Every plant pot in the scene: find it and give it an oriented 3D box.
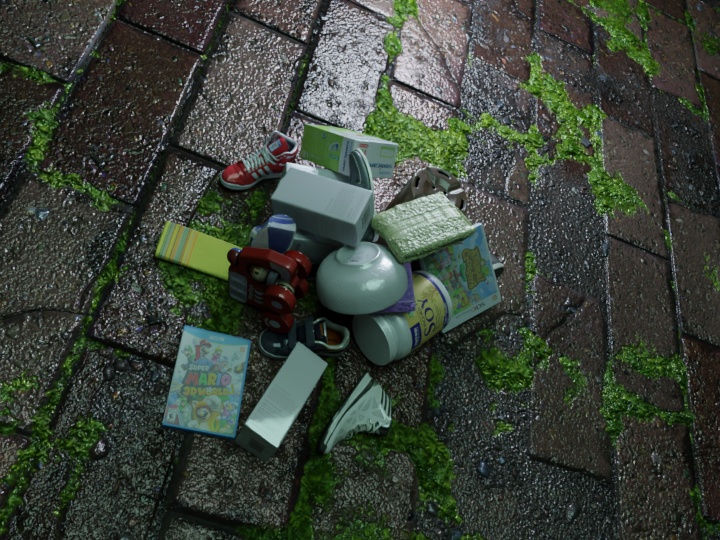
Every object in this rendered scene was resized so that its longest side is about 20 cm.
[{"bbox_3d":[0.149,-0.128,1.568,0.194,0.199,0.206,11,57,-17],"label":"plant pot"}]

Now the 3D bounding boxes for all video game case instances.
[{"bbox_3d":[0.235,0.018,1.539,0.178,0.022,0.205,-25,109,-19],"label":"video game case"},{"bbox_3d":[-0.298,0.218,1.288,0.139,0.018,0.205,14,58,-15],"label":"video game case"}]

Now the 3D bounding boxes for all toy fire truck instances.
[{"bbox_3d":[-0.194,0.024,1.318,0.164,0.202,0.114,21,57,3],"label":"toy fire truck"}]

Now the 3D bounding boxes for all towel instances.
[{"bbox_3d":[-0.338,-0.035,1.417,0.195,0.018,0.088,20,62,-13],"label":"towel"},{"bbox_3d":[0.133,-0.092,1.387,0.195,0.037,0.149,-21,51,-20],"label":"towel"}]

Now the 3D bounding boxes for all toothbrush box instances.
[{"bbox_3d":[-0.030,-0.285,1.565,0.143,0.089,0.198,-4,23,-41],"label":"toothbrush box"}]

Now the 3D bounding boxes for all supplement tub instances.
[{"bbox_3d":[0.092,0.104,1.443,0.197,0.146,0.147,-30,76,-33],"label":"supplement tub"}]

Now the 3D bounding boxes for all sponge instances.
[{"bbox_3d":[0.059,0.026,1.407,0.108,0.031,0.202,-7,31,5],"label":"sponge"}]

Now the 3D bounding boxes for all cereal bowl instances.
[{"bbox_3d":[0.000,0.000,1.351,0.193,0.086,0.202,-5,31,3],"label":"cereal bowl"}]

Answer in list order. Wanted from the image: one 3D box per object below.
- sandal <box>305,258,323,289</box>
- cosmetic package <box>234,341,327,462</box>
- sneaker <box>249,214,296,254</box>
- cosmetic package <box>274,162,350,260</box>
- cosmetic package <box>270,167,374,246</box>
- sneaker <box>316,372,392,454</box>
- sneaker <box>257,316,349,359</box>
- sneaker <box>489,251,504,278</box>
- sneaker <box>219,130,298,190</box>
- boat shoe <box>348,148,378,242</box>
[{"bbox_3d":[-0.071,0.018,1.463,0.194,0.076,0.044,10,56,-18],"label":"sandal"},{"bbox_3d":[-0.152,0.254,1.274,0.080,0.113,0.202,32,53,-2],"label":"cosmetic package"},{"bbox_3d":[-0.201,-0.063,1.388,0.078,0.201,0.118,12,47,-21],"label":"sneaker"},{"bbox_3d":[-0.091,-0.117,1.505,0.194,0.123,0.205,7,59,-21],"label":"cosmetic package"},{"bbox_3d":[-0.078,-0.133,1.363,0.195,0.075,0.103,18,54,17],"label":"cosmetic package"},{"bbox_3d":[0.002,0.312,1.329,0.114,0.076,0.201,38,52,4],"label":"sneaker"},{"bbox_3d":[-0.115,0.138,1.377,0.194,0.080,0.081,1,62,-21],"label":"sneaker"},{"bbox_3d":[0.252,-0.002,1.630,0.195,0.076,0.107,-18,55,-27],"label":"sneaker"},{"bbox_3d":[-0.232,-0.258,1.527,0.196,0.113,0.072,-22,71,-32],"label":"sneaker"},{"bbox_3d":[-0.006,-0.161,1.424,0.060,0.073,0.207,-10,92,-18],"label":"boat shoe"}]
